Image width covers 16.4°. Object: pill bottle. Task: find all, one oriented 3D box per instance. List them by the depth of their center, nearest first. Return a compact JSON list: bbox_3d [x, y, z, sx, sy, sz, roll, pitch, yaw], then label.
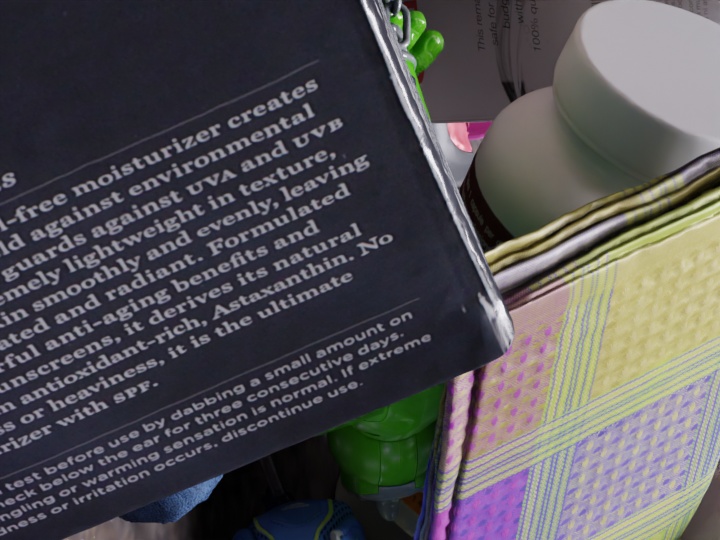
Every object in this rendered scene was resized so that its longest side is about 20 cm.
[{"bbox_3d":[0.080,0.008,0.908,0.113,0.113,0.200,-74,-174,-56],"label":"pill bottle"}]

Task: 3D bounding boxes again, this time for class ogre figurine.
[{"bbox_3d":[0.000,0.000,0.836,0.200,0.098,0.120,-59,-140,42],"label":"ogre figurine"}]

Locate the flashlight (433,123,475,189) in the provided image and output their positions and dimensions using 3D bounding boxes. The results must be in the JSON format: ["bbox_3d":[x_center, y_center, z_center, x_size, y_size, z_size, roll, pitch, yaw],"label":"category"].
[{"bbox_3d":[0.034,-0.099,1.109,0.068,0.067,0.201,-26,109,-79],"label":"flashlight"}]

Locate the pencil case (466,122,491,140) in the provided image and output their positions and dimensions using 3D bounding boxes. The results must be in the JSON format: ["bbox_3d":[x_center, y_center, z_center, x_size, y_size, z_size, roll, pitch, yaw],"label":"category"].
[{"bbox_3d":[0.060,-0.159,1.207,0.088,0.088,0.201,15,68,-75],"label":"pencil case"}]

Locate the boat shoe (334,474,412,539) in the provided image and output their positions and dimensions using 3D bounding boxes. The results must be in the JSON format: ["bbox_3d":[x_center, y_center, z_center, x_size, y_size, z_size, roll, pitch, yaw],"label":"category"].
[{"bbox_3d":[0.038,0.089,1.044,0.201,0.070,0.072,-72,150,-63],"label":"boat shoe"}]

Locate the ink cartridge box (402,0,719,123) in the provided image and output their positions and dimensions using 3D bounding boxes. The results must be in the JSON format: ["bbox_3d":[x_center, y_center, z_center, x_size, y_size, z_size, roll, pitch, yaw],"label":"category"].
[{"bbox_3d":[0.097,-0.135,0.993,0.084,0.200,0.145,-11,98,-41],"label":"ink cartridge box"}]

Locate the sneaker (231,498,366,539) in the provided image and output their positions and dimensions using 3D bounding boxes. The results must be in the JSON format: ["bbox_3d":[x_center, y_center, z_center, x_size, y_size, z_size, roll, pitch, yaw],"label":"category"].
[{"bbox_3d":[-0.027,0.120,0.786,0.200,0.075,0.105,80,-2,-74],"label":"sneaker"}]

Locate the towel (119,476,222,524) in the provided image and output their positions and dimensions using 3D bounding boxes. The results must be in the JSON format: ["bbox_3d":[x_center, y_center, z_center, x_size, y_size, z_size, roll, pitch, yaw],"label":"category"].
[{"bbox_3d":[-0.071,-0.031,0.697,0.112,0.048,0.200,-78,159,-47],"label":"towel"}]

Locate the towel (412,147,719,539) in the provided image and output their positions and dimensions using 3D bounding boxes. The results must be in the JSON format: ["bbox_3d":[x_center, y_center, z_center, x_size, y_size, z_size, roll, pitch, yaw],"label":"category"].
[{"bbox_3d":[0.075,0.048,0.826,0.023,0.143,0.200,45,-34,33],"label":"towel"}]

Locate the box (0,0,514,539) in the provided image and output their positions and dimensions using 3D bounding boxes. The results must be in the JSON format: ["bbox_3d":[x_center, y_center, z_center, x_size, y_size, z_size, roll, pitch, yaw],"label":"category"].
[{"bbox_3d":[-0.077,-0.089,0.439,0.199,0.123,0.200,66,2,-55],"label":"box"}]

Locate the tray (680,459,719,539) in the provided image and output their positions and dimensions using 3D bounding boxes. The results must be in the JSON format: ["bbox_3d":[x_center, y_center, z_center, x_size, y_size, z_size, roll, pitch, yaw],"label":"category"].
[{"bbox_3d":[0.117,0.101,0.969,0.022,0.200,0.108,21,70,-33],"label":"tray"}]

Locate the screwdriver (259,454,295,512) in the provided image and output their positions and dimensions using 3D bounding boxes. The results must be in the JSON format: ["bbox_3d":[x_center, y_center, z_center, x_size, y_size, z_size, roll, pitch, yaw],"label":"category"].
[{"bbox_3d":[-0.037,0.065,0.875,0.028,0.029,0.200,-74,146,-54],"label":"screwdriver"}]
